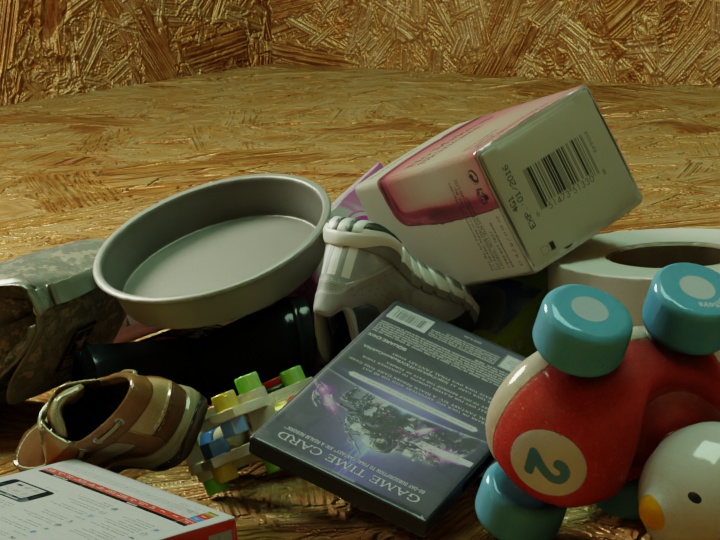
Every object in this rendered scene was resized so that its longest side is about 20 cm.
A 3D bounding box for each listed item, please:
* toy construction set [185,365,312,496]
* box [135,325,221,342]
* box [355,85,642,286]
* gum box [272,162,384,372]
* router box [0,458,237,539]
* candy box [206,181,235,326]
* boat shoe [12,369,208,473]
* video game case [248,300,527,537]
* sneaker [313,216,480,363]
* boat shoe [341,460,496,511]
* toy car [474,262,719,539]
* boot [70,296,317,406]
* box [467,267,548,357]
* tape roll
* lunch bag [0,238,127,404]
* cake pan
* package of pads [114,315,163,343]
[{"bbox_3d":[-0.053,0.112,1.586,0.199,0.092,0.131,-2,-16,-37],"label":"toy construction set"},{"bbox_3d":[-0.095,0.067,1.939,0.137,0.040,0.200,4,13,32],"label":"box"},{"bbox_3d":[0.109,-0.062,1.737,0.128,0.109,0.200,-32,10,-28],"label":"box"},{"bbox_3d":[0.000,0.000,1.836,0.066,0.114,0.200,-39,5,37],"label":"gum box"},{"bbox_3d":[-0.208,0.182,1.385,0.179,0.049,0.200,-12,15,-37],"label":"router box"},{"bbox_3d":[-0.058,0.005,1.875,0.200,0.116,0.055,18,-45,-37],"label":"candy box"},{"bbox_3d":[-0.192,0.108,1.532,0.074,0.076,0.200,33,-34,-30],"label":"boat shoe"},{"bbox_3d":[0.034,0.100,1.513,0.143,0.019,0.200,24,40,22],"label":"video game case"},{"bbox_3d":[0.017,0.044,1.683,0.075,0.116,0.200,7,-18,37],"label":"sneaker"},{"bbox_3d":[0.056,0.124,1.564,0.200,0.069,0.057,-15,17,-38],"label":"boat shoe"},{"bbox_3d":[0.196,0.131,1.367,0.176,0.185,0.200,-10,42,-30],"label":"toy car"},{"bbox_3d":[-0.138,0.079,1.706,0.168,0.077,0.200,-6,-12,-23],"label":"boot"},{"bbox_3d":[0.119,0.033,1.810,0.200,0.048,0.122,-44,29,-20],"label":"box"},{"bbox_3d":[0.249,0.052,1.692,0.202,0.140,0.203,-2,12,0],"label":"tape roll"},{"bbox_3d":[-0.290,0.050,1.765,0.200,0.118,0.164,-24,1,28],"label":"lunch bag"},{"bbox_3d":[-0.116,-0.014,1.721,0.200,0.037,0.200,-13,28,7],"label":"cake pan"},{"bbox_3d":[-0.201,0.023,1.939,0.199,0.076,0.120,-19,-1,25],"label":"package of pads"}]
